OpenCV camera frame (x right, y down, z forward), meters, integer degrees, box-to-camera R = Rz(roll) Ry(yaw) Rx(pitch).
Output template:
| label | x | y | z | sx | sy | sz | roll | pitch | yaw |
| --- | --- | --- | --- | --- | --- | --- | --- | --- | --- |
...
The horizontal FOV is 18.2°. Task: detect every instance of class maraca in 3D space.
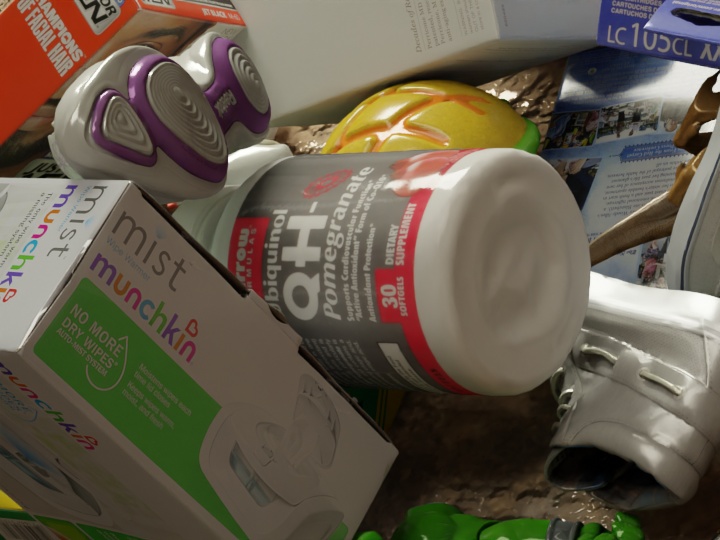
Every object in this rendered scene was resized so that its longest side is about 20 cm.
| label | x | y | z | sx | sy | sz | roll | pitch | yaw |
| --- | --- | --- | --- | --- | --- | --- | --- | --- | --- |
| maraca | 0.034 | -0.053 | 1.229 | 0.136 | 0.107 | 0.200 | -21 | 14 | 6 |

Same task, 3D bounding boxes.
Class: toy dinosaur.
| label | x | y | z | sx | sy | sz | roll | pitch | yaw |
| --- | --- | --- | --- | --- | --- | --- | --- | --- | --- |
| toy dinosaur | 0.166 | -0.035 | 1.107 | 0.199 | 0.106 | 0.061 | -24 | 59 | -4 |

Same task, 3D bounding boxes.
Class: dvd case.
| label | x | y | z | sx | sy | sz | roll | pitch | yaw |
| --- | --- | --- | --- | --- | --- | --- | --- | --- | --- |
| dvd case | 0.158 | -0.052 | 1.204 | 0.142 | 0.018 | 0.201 | -6 | 47 | 30 |

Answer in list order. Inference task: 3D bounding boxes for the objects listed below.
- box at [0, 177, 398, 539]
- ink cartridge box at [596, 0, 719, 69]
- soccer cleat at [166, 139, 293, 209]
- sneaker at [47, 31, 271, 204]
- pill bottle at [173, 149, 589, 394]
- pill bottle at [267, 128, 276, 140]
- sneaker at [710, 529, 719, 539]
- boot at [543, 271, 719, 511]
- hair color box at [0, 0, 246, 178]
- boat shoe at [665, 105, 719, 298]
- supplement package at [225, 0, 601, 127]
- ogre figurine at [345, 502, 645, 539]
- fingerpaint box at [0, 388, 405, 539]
| label | x | y | z | sx | sy | sz | roll | pitch | yaw |
| --- | --- | --- | --- | --- | --- | --- | --- | --- | --- |
| box | -0.112 | 0.052 | 1.018 | 0.176 | 0.200 | 0.097 | 5 | 56 | 48 |
| ink cartridge box | 0.208 | -0.136 | 1.102 | 0.136 | 0.200 | 0.077 | 15 | 103 | 32 |
| soccer cleat | -0.063 | -0.035 | 1.252 | 0.077 | 0.070 | 0.200 | -21 | -3 | 0 |
| sneaker | -0.106 | -0.057 | 1.040 | 0.099 | 0.075 | 0.200 | -25 | 2 | 16 |
| pill bottle | 0.000 | 0.000 | 1.066 | 0.199 | 0.111 | 0.111 | 0 | 51 | 43 |
| pill bottle | -0.159 | -0.104 | 1.396 | 0.199 | 0.111 | 0.111 | -15 | 43 | 23 |
| sneaker | 0.141 | 0.177 | 0.953 | 0.200 | 0.078 | 0.077 | -44 | 27 | -16 |
| boot | 0.109 | 0.058 | 1.064 | 0.096 | 0.074 | 0.200 | -53 | 22 | -16 |
| hair color box | -0.173 | -0.101 | 1.268 | 0.200 | 0.111 | 0.064 | -42 | 72 | 23 |
| boat shoe | 0.197 | -0.016 | 1.017 | 0.074 | 0.203 | 0.086 | -6 | 45 | -18 |
| supplement package | 0.028 | -0.159 | 1.261 | 0.199 | 0.117 | 0.118 | -16 | 85 | 42 |
| ogre figurine | 0.030 | 0.163 | 1.017 | 0.120 | 0.098 | 0.200 | 17 | 62 | 43 |
| fingerpaint box | -0.088 | 0.083 | 1.200 | 0.199 | 0.073 | 0.167 | 1 | 52 | 33 |
